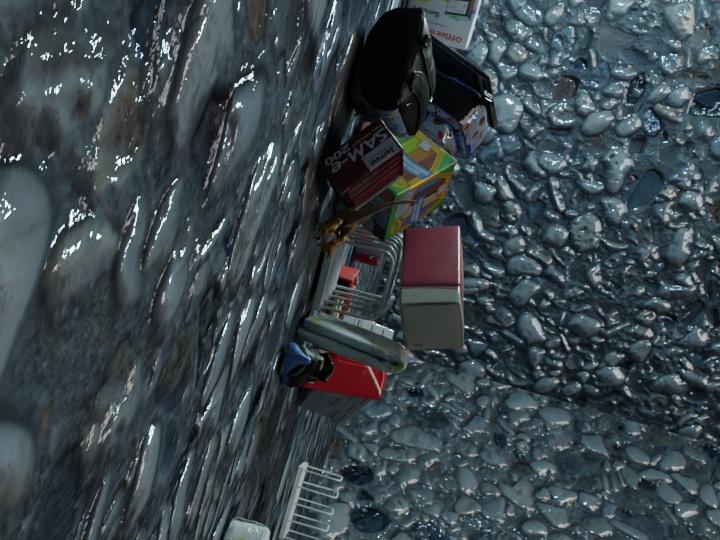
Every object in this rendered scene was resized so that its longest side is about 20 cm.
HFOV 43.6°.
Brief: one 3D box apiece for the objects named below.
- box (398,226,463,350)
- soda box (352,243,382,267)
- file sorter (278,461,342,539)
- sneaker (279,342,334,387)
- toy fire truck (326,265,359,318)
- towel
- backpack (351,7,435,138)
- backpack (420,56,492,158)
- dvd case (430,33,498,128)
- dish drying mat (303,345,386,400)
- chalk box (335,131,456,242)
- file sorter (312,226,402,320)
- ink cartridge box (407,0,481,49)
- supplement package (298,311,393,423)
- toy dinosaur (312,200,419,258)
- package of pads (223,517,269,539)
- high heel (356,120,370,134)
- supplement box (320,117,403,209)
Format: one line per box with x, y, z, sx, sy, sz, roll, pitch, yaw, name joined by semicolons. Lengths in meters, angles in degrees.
0.133;0.031;1.649;0.128;0.109;0.200;79;12;-45;box
0.033;-0.078;2.318;0.200;0.070;0.063;-64;168;-68;soda box
-0.132;0.644;2.469;0.139;0.124;0.200;80;25;-82;file sorter
-0.085;0.165;1.499;0.200;0.083;0.071;89;18;-78;sneaker
-0.045;0.062;1.930;0.141;0.049;0.200;-68;173;-57;toy fire truck
-0.010;0.131;1.609;0.171;0.200;0.048;-17;127;-84;towel
0.054;-0.289;1.396;0.200;0.154;0.163;34;68;-63;backpack
0.164;-0.299;1.763;0.154;0.200;0.190;-49;153;2;backpack
0.193;-0.381;1.781;0.016;0.200;0.149;-39;148;-9;dvd case
-0.035;0.195;1.704;0.018;0.200;0.077;17;-89;57;dish drying mat
0.048;-0.148;1.590;0.200;0.125;0.124;-32;153;-33;chalk box
0.000;0.000;1.665;0.200;0.124;0.139;-55;159;-77;file sorter
0.180;-0.576;1.862;0.084;0.145;0.200;-67;172;-59;ink cartridge box
-0.032;0.204;1.871;0.200;0.111;0.156;131;-21;-58;supplement package
-0.018;-0.077;1.380;0.200;0.060;0.106;-17;-159;50;toy dinosaur
-0.195;0.486;1.341;0.155;0.068;0.200;103;4;-54;package of pads
0.013;-0.255;1.654;0.096;0.067;0.200;61;0;20;high heel
0.006;-0.152;1.350;0.109;0.061;0.200;-37;175;-1;supplement box
